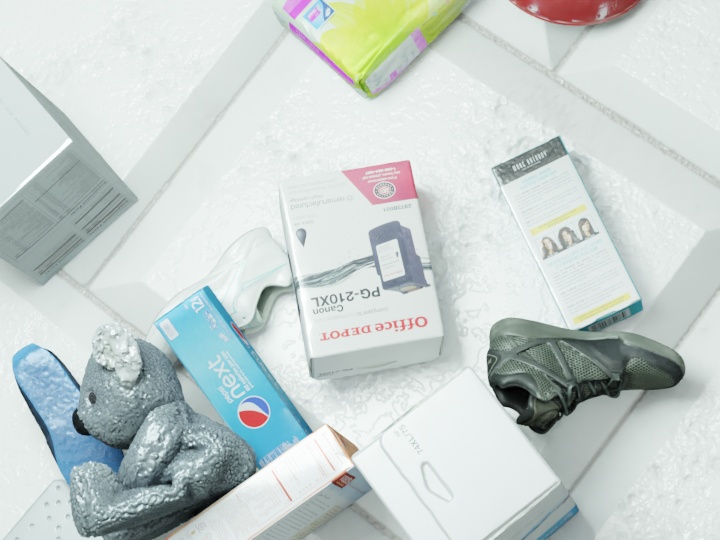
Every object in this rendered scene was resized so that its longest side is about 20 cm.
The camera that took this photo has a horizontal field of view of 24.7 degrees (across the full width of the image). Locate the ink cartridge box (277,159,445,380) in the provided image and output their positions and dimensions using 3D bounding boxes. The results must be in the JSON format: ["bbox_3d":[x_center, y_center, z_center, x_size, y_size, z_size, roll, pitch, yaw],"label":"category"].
[{"bbox_3d":[0.000,0.000,1.730,0.144,0.084,0.201,-10,72,-4],"label":"ink cartridge box"}]

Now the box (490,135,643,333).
[{"bbox_3d":[0.216,-0.034,1.723,0.082,0.049,0.200,-25,71,5],"label":"box"}]

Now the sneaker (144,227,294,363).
[{"bbox_3d":[-0.152,0.045,1.774,0.200,0.070,0.080,-44,73,-2],"label":"sneaker"}]

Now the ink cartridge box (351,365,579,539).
[{"bbox_3d":[0.106,0.209,1.601,0.146,0.200,0.147,-38,71,0],"label":"ink cartridge box"}]

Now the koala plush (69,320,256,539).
[{"bbox_3d":[-0.217,0.154,1.667,0.183,0.177,0.200,-23,73,-2],"label":"koala plush"}]

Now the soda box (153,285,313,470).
[{"bbox_3d":[-0.129,0.115,1.716,0.064,0.068,0.200,-35,92,2],"label":"soda box"}]

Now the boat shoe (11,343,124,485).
[{"bbox_3d":[-0.302,0.166,1.773,0.084,0.069,0.200,-24,83,-7],"label":"boat shoe"}]

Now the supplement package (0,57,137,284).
[{"bbox_3d":[-0.373,-0.108,1.795,0.151,0.200,0.152,-43,70,-1],"label":"supplement package"}]

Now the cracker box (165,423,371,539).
[{"bbox_3d":[-0.086,0.242,1.670,0.200,0.134,0.058,-35,71,1],"label":"cracker box"}]

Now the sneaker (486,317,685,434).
[{"bbox_3d":[0.222,0.115,1.646,0.199,0.076,0.114,8,54,5],"label":"sneaker"}]

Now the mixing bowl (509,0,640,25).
[{"bbox_3d":[0.233,-0.375,1.758,0.199,0.108,0.201,1,70,-3],"label":"mixing bowl"}]

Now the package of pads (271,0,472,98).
[{"bbox_3d":[0.024,-0.307,1.832,0.200,0.068,0.154,-46,70,-2],"label":"package of pads"}]

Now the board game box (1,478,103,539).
[{"bbox_3d":[-0.316,0.359,1.747,0.200,0.026,0.200,39,86,19],"label":"board game box"}]
